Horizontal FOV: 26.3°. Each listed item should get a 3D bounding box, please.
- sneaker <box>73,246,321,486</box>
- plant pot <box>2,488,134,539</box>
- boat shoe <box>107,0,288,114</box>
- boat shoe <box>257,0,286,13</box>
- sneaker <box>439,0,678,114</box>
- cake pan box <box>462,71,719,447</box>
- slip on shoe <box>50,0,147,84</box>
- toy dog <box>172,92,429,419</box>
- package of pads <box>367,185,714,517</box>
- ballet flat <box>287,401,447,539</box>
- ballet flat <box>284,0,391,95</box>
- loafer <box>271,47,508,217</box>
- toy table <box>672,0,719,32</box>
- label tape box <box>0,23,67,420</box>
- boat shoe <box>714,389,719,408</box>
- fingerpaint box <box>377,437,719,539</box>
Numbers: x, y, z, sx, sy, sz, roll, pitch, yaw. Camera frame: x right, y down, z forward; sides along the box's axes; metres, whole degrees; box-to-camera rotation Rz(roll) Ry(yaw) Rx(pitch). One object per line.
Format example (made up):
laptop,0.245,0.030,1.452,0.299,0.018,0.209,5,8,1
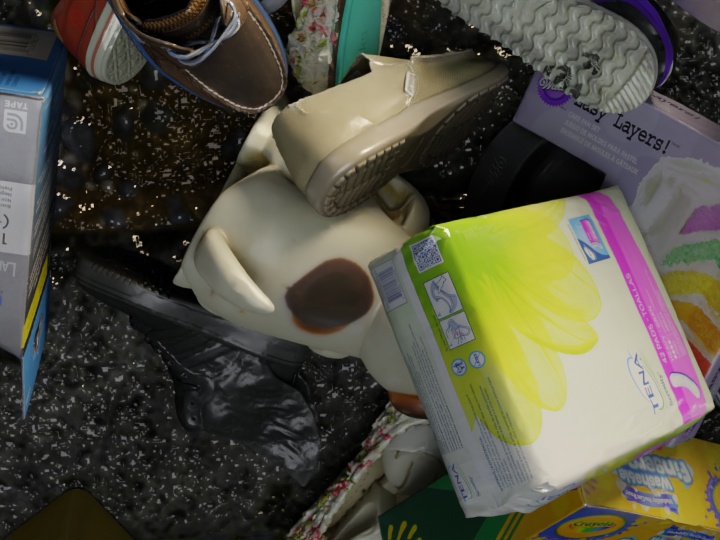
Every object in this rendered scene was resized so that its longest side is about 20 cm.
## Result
sneaker,-0.107,0.064,1.026,0.199,0.060,0.105,20,108,-13
plant pot,-0.210,0.313,1.056,0.200,0.177,0.200,-37,111,10
boat shoe,-0.105,-0.148,0.861,0.072,0.072,0.200,-43,127,5
boat shoe,-0.062,-0.229,0.874,0.066,0.074,0.201,-12,142,-29
sneaker,0.114,-0.178,0.941,0.200,0.099,0.070,44,130,10
cake pan box,0.160,-0.019,0.968,0.200,0.052,0.185,34,110,25
slip on shoe,-0.126,-0.211,0.913,0.061,0.074,0.201,32,103,17
toy dog,0.000,0.000,0.944,0.199,0.194,0.140,28,98,-6
package of pads,0.106,0.043,0.861,0.068,0.199,0.155,-28,80,40
ballet flat,0.020,0.154,1.064,0.075,0.064,0.200,30,106,-20
ballet flat,-0.009,-0.195,0.919,0.075,0.064,0.201,-15,129,-48
loafer,0.020,-0.098,0.919,0.068,0.200,0.076,45,128,10
toy table,0.196,-0.232,0.868,0.117,0.200,0.184,-39,153,3
label tape box,-0.220,-0.033,0.932,0.063,0.144,0.201,6,111,-7
boat shoe,0.264,0.030,1.039,0.069,0.066,0.201,-11,112,0
fingerpaint box,0.141,0.168,1.011,0.199,0.074,0.167,16,138,-40
